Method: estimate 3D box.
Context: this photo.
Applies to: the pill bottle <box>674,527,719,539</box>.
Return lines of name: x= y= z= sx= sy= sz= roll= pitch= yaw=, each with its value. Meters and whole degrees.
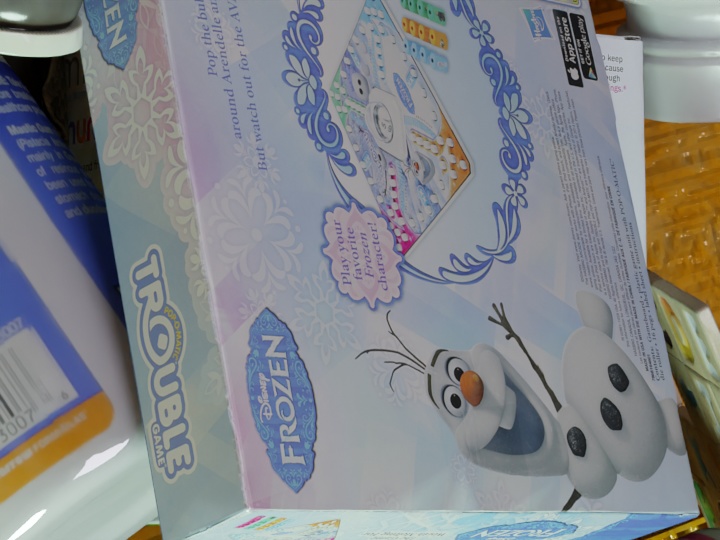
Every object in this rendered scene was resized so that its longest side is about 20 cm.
pill bottle: x=0.067 y=0.180 z=0.942 sx=0.199 sy=0.113 sz=0.114 roll=-23 pitch=99 yaw=-16

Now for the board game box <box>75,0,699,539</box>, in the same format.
board game box: x=0.008 y=-0.017 z=0.821 sx=0.198 sy=0.043 sz=0.201 roll=6 pitch=67 yaw=-45

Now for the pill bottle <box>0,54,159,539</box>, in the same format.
pill bottle: x=-0.134 y=-0.004 z=0.816 sx=0.112 sy=0.112 sz=0.200 roll=-28 pitch=76 yaw=-32

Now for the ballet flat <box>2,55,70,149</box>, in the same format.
ballet flat: x=-0.125 y=-0.111 z=0.897 sx=0.067 sy=0.046 sz=0.202 roll=-3 pitch=88 yaw=-35

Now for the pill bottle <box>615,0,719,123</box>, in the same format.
pill bottle: x=0.129 y=-0.161 z=0.983 sx=0.112 sy=0.112 sz=0.201 roll=-18 pitch=110 yaw=-33

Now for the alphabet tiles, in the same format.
alphabet tiles: x=0.139 y=0.078 z=0.980 sx=0.008 sy=0.200 sz=0.168 roll=-24 pitch=101 yaw=-3

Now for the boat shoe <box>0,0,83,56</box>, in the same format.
boat shoe: x=-0.151 y=-0.128 z=0.793 sx=0.072 sy=0.201 sz=0.061 roll=-8 pitch=126 yaw=-52

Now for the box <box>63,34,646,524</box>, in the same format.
box: x=0.000 y=0.000 z=0.942 sx=0.199 sy=0.096 sz=0.178 roll=1 pitch=85 yaw=-33
